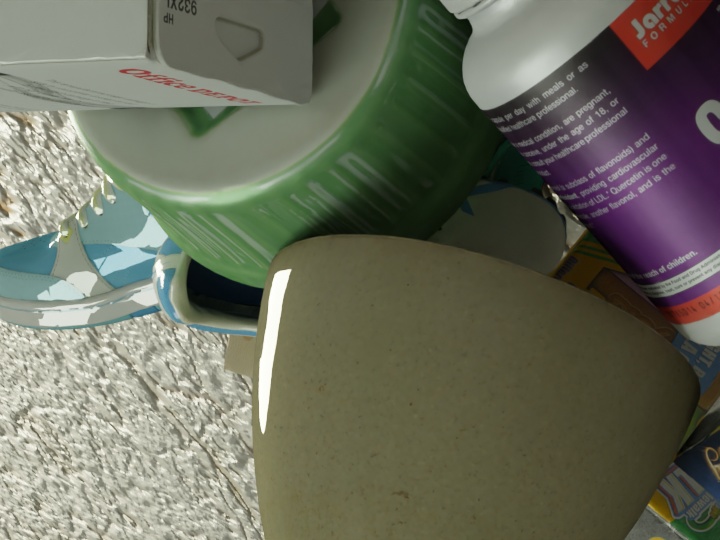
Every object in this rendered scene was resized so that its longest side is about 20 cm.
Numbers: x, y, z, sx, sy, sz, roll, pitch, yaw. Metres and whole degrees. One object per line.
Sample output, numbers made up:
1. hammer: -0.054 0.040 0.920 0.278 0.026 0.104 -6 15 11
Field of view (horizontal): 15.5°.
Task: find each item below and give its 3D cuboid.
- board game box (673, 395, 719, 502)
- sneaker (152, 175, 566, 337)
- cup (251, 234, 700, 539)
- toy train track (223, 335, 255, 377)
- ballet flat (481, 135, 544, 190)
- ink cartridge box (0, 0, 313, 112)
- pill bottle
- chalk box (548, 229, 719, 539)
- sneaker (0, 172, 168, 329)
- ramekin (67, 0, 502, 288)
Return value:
1. board game box: 0.218 0.017 1.111 0.035 0.136 0.200 41 155 0
2. sneaker: 0.000 0.000 1.259 0.199 0.073 0.072 -6 117 4
3. cup: 0.034 0.092 1.152 0.200 0.144 0.200 16 160 6
4. toy train track: -0.038 -0.044 1.381 0.114 0.033 0.201 15 101 27
5. ballet flat: 0.047 -0.018 1.335 0.064 0.076 0.200 48 132 34
6. ink cartridge box: -0.136 -0.113 1.095 0.200 0.084 0.145 0 177 25
7. pill bottle: 0.122 -0.073 1.115 0.200 0.112 0.112 47 154 -11
8. chalk box: 0.152 0.091 1.334 0.200 0.124 0.124 39 153 4
9. sneaker: -0.116 -0.046 1.342 0.200 0.080 0.131 -10 113 20
10. ramekin: -0.039 -0.099 1.192 0.200 0.200 0.098 26 176 30
